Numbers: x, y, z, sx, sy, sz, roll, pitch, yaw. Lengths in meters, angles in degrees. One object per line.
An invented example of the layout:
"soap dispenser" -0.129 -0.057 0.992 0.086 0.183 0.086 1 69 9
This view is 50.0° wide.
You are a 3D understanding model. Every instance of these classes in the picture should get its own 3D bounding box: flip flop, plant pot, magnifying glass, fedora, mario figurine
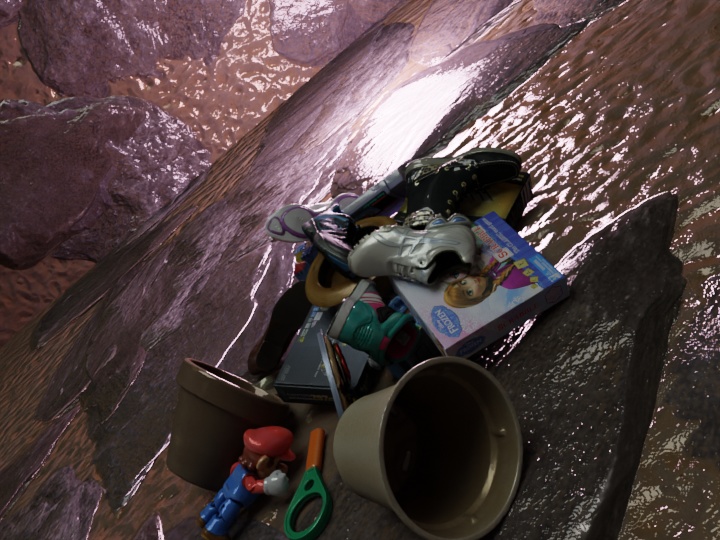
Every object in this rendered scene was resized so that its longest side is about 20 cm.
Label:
"flip flop" -0.121 0.176 1.390 0.198 0.058 0.082 -29 28 26
"plant pot" -0.244 0.266 1.300 0.199 0.198 0.177 14 77 61
"magnifying glass" -0.072 0.315 1.144 0.079 0.022 0.201 -32 28 22
"fedora" 0.000 0.000 1.319 0.198 0.082 0.202 -26 36 21
"plant pot" 0.061 0.214 0.931 0.202 0.200 0.183 -55 17 -27
"mario figurine" -0.163 0.338 1.204 0.123 0.106 0.201 34 87 28

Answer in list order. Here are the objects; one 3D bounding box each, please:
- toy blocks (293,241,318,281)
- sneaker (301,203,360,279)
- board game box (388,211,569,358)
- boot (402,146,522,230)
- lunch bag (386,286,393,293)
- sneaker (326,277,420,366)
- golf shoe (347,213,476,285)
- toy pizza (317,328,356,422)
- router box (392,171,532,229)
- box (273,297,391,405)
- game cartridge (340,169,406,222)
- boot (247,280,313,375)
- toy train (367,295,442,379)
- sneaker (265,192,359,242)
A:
"toy blocks" -0.076 -0.001 1.513 0.099 0.137 0.202 -25 29 31
"sneaker" -0.036 -0.056 1.275 0.082 0.073 0.200 -39 34 -2
"board game box" 0.166 0.019 1.129 0.197 0.041 0.200 -30 39 -6
"boot" 0.162 -0.118 1.257 0.200 0.074 0.156 -5 51 20
"lunch bag" 0.055 -0.034 1.451 0.198 0.076 0.161 -27 26 27
"sneaker" 0.031 0.075 1.127 0.085 0.119 0.200 -63 -5 18
"golf shoe" 0.074 -0.018 1.132 0.197 0.079 0.098 -17 45 13
"toy pizza" -0.022 0.179 1.096 0.031 0.203 0.201 -16 25 -3
"router box" 0.176 -0.109 1.328 0.197 0.053 0.158 11 53 31
"box" -0.038 0.133 1.296 0.155 0.051 0.202 -1 44 28
"game cartridge" 0.019 -0.108 1.415 0.199 0.039 0.129 -35 -12 20
"boot" -0.154 0.113 1.457 0.188 0.064 0.200 -58 3 -13
"toy train" 0.094 0.081 1.202 0.200 0.087 0.114 -48 34 -18
"sneaker" -0.089 -0.089 1.486 0.197 0.076 0.100 -13 -9 -19
